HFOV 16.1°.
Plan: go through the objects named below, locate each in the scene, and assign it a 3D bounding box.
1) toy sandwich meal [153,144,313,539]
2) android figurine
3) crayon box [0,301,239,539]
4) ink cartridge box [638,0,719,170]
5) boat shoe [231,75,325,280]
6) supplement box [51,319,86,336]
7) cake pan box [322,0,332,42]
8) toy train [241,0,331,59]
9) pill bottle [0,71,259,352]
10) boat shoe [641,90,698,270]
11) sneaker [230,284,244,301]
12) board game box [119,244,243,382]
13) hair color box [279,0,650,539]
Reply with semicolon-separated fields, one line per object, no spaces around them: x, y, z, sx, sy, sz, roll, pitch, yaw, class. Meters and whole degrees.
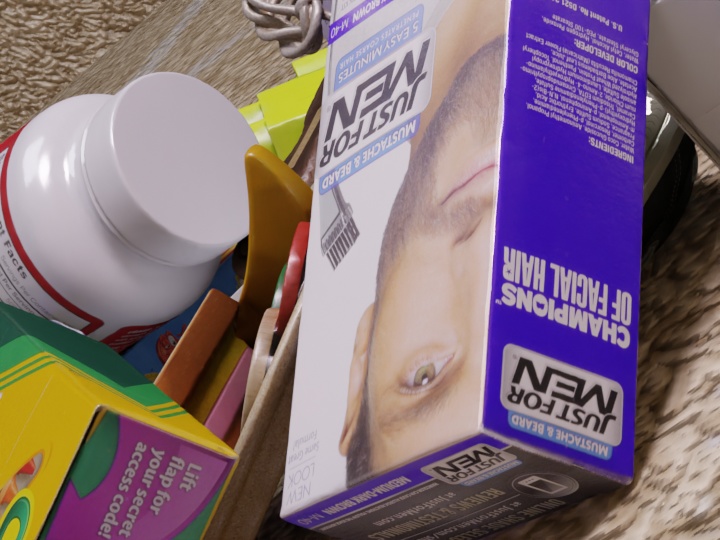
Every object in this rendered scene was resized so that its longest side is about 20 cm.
-0.054;0.044;0.960;0.205;0.070;0.205;-157;90;-90;toy sandwich meal
0.011;-0.094;1.309;0.200;0.041;0.182;-23;13;2;android figurine
-0.128;0.124;0.867;0.200;0.058;0.173;-66;21;1;crayon box
0.189;-0.132;0.891;0.146;0.083;0.200;-32;16;39;ink cartridge box
0.016;-0.064;1.187;0.202;0.075;0.075;-60;17;-15;boat shoe
-0.163;0.128;1.082;0.200;0.101;0.103;-44;12;-9;supplement box
0.050;-0.154;1.147;0.052;0.184;0.200;-29;15;45;cake pan box
0.040;-0.098;1.027;0.116;0.085;0.200;-18;42;-32;toy train
-0.136;-0.013;1.183;0.200;0.112;0.112;-31;17;43;pill bottle
0.056;0.014;0.908;0.200;0.072;0.068;-53;-24;-13;boat shoe
0.000;0.000;1.088;0.200;0.076;0.080;-36;-2;15;sneaker
-0.104;0.042;1.298;0.200;0.056;0.196;-43;12;1;board game box
0.035;-0.017;0.828;0.109;0.065;0.200;-29;50;49;hair color box
